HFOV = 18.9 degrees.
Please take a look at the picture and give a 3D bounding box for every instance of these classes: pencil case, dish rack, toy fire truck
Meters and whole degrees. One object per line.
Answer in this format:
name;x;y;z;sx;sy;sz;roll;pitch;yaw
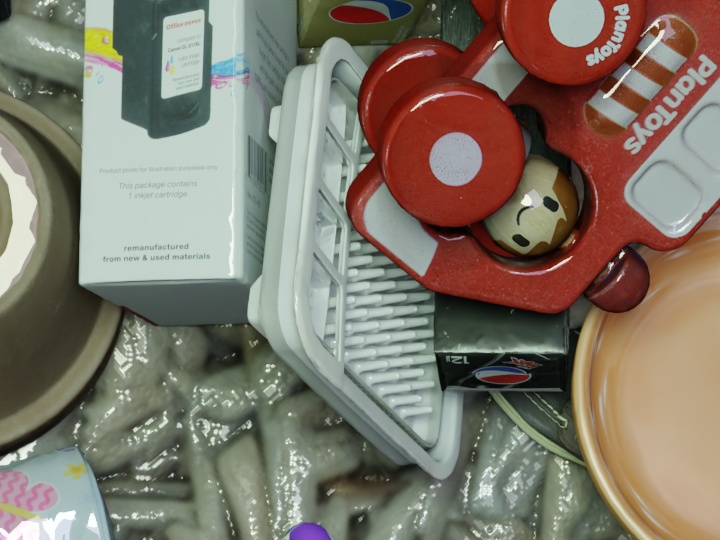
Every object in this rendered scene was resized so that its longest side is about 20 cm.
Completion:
pencil case;-0.217;0.152;1.070;0.198;0.083;0.091;-15;66;-13
dish rack;0.000;0.000;1.086;0.043;0.200;0.173;-8;61;24
toy fire truck;0.098;-0.065;1.014;0.168;0.112;0.200;38;99;-16

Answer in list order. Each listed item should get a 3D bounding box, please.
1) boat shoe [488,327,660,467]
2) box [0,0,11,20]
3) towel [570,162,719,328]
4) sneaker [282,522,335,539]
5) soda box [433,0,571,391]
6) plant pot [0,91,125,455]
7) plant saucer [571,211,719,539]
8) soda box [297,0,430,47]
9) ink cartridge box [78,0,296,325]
boat shoe;0.147;0.079;1.142;0.201;0.066;0.072;41;63;9
box;-0.289;-0.159;1.088;0.199;0.132;0.116;-24;81;-13
towel;0.164;-0.067;1.179;0.198;0.032;0.193;-6;70;-8
sneaker;0.044;0.196;1.097;0.099;0.070;0.201;-37;73;-6
soda box;0.073;-0.041;1.112;0.070;0.063;0.202;0;69;6
plant pot;-0.208;-0.009;1.054;0.198;0.175;0.202;2;81;-10
plant saucer;0.201;0.070;1.098;0.198;0.037;0.202;3;70;-8
soda box;0.008;-0.174;1.106;0.063;0.200;0.068;-3;80;-8
ink cartridge box;-0.083;-0.082;1.096;0.082;0.146;0.202;-2;80;10
